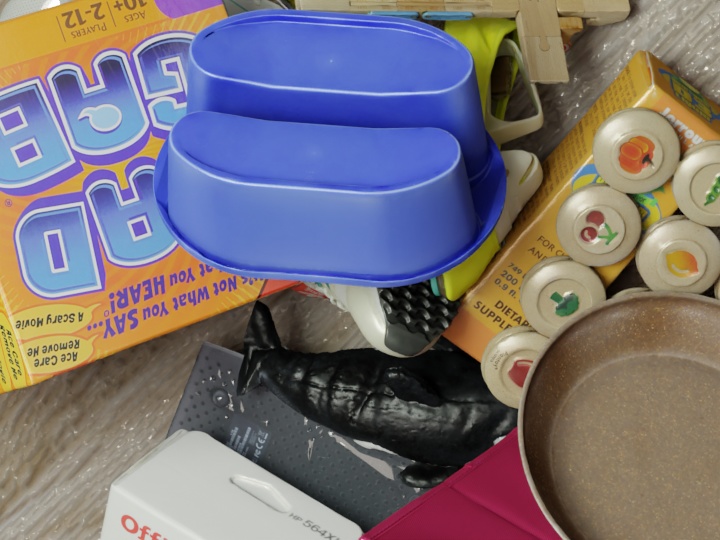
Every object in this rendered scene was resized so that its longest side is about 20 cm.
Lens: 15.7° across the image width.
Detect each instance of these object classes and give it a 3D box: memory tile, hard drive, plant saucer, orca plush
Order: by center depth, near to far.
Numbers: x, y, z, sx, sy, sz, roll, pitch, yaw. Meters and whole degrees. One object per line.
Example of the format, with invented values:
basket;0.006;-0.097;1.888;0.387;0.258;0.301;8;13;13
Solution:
plant saucer;0.181;0.106;1.457;0.200;0.200;0.037;45;149;16
memory tile;0.173;0.014;1.509;0.153;0.017;0.200;23;111;-7
orca plush;0.022;0.061;1.574;0.200;0.071;0.105;26;68;15
hard drive;-0.032;0.139;1.642;0.200;0.042;0.135;27;104;21

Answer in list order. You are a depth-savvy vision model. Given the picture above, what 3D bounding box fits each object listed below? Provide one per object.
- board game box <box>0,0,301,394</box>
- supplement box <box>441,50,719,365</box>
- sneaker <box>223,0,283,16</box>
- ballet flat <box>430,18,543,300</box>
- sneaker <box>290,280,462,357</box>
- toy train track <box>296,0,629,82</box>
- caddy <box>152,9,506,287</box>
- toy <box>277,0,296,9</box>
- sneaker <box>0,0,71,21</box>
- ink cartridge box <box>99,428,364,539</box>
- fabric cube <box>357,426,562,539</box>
board game box;-0.182;-0.046;1.564;0.200;0.200;0.200;-17;93;59
supplement box;0.129;-0.030;1.537;0.067;0.069;0.200;36;107;-12
sneaker;-0.087;-0.151;1.647;0.080;0.070;0.200;-37;79;5
ballet flat;0.074;-0.073;1.533;0.067;0.067;0.200;-4;54;9
sneaker;0.000;0.000;1.568;0.093;0.070;0.200;-50;33;27
toy train track;0.058;-0.156;1.534;0.200;0.033;0.115;-1;67;-15
caddy;-0.018;-0.063;1.451;0.200;0.105;0.141;5;52;7
toy;-0.063;-0.209;1.603;0.047;0.115;0.200;-42;75;7
sneaker;-0.247;-0.105;1.690;0.074;0.116;0.200;29;103;23
ink cartridge box;-0.092;0.221;1.617;0.146;0.084;0.200;28;126;21
fabric cube;0.102;0.242;1.482;0.199;0.200;0.196;28;119;22
